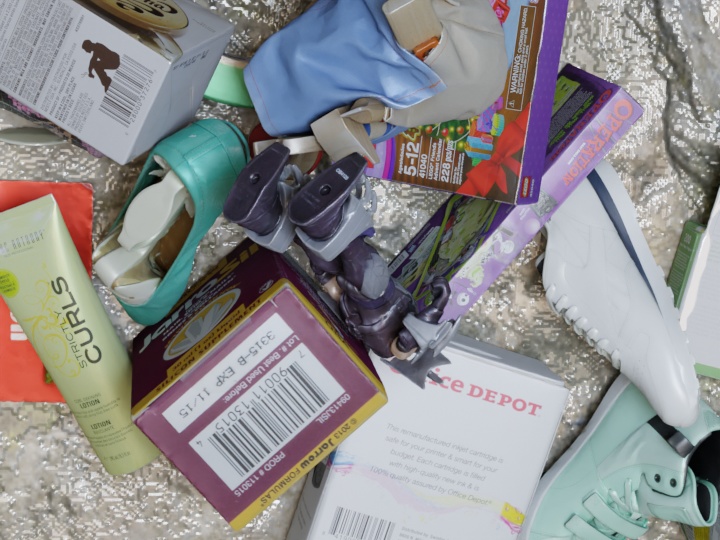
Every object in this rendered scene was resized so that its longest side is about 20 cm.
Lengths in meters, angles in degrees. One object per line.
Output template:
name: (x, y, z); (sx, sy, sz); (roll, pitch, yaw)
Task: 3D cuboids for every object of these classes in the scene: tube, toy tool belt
tube: (-0.196, 0.046, 1.215); (0.058, 0.052, 0.201); (-32, 112, -18)
toy tool belt: (-0.015, -0.116, 1.095); (0.199, 0.123, 0.126); (-31, 78, 28)

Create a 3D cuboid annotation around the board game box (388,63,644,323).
board game box: (0.100, -0.051, 1.215); (0.032, 0.120, 0.200); (41, 94, -13)

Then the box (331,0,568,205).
box: (0.060, -0.151, 1.144); (0.136, 0.039, 0.202); (12, 99, 28)

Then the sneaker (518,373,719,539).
sneaker: (0.187, 0.172, 1.266); (0.073, 0.118, 0.201); (25, 98, -32)

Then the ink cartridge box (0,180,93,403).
ink cartridge box: (-0.283, 0.020, 1.212); (0.198, 0.050, 0.164); (2, 101, -5)

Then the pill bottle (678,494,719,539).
pill bottle: (0.300, 0.186, 1.248); (0.112, 0.200, 0.114); (-2, 101, -8)

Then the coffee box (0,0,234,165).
coffee box: (-0.195, -0.160, 1.121); (0.199, 0.113, 0.080); (32, 114, 6)

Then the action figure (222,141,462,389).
action figure: (0.000, 0.000, 1.091); (0.070, 0.130, 0.200); (-54, 144, -12)

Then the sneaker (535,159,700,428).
sneaker: (0.172, 0.023, 1.239); (0.080, 0.076, 0.201); (-22, 70, -4)

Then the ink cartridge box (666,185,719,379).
ink cartridge box: (0.305, -0.013, 1.288); (0.144, 0.048, 0.202); (14, 99, -10)

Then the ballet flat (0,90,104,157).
ballet flat: (-0.249, -0.123, 1.186); (0.199, 0.069, 0.071); (21, 117, -12)

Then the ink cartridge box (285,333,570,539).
ink cartridge box: (0.043, 0.145, 1.263); (0.147, 0.086, 0.201); (18, 97, -10)

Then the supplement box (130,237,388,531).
supplement box: (-0.071, 0.064, 1.172); (0.131, 0.200, 0.103); (-42, 103, 2)

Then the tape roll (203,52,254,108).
tape roll: (-0.068, -0.210, 1.197); (0.199, 0.048, 0.202); (-1, 101, -7)

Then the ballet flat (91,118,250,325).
ballet flat: (-0.138, -0.024, 1.164); (0.070, 0.200, 0.067); (-26, 71, -41)
